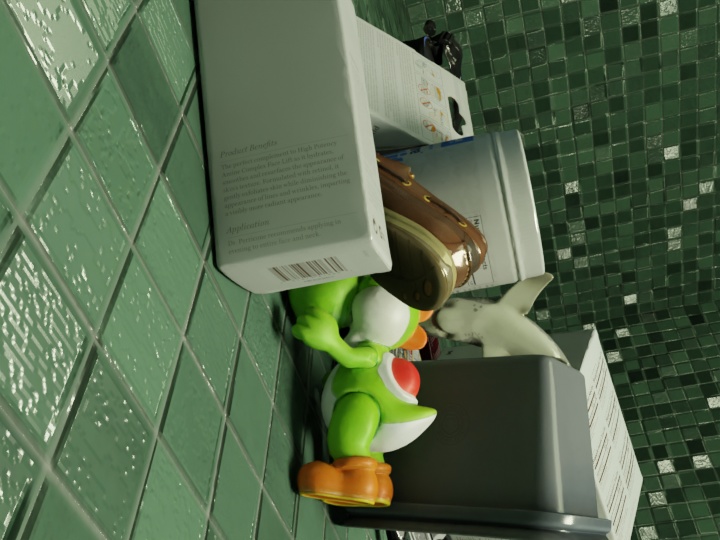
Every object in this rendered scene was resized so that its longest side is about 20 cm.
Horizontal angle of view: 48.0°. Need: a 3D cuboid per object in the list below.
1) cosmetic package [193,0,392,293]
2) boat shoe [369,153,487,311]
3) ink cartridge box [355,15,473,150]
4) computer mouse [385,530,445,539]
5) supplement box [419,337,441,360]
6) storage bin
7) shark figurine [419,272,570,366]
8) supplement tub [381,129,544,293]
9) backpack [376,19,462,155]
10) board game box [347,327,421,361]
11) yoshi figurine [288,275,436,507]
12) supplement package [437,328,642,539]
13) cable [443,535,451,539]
[{"bbox_3d":[-0.045,-0.095,0.527,0.074,0.101,0.202,51,31,-71],"label":"cosmetic package"},{"bbox_3d":[0.007,-0.050,0.593,0.200,0.067,0.072,40,-38,28],"label":"boat shoe"},{"bbox_3d":[0.020,-0.172,0.790,0.199,0.050,0.163,26,40,-26],"label":"ink cartridge box"},{"bbox_3d":[0.052,0.263,0.852,0.200,0.044,0.111,26,49,-71],"label":"computer mouse"},{"bbox_3d":[0.061,0.059,1.048,0.109,0.060,0.202,-25,105,-79],"label":"supplement box"},{"bbox_3d":[0.098,0.145,0.648,0.145,0.199,0.136,26,64,-50],"label":"storage bin"},{"bbox_3d":[0.157,0.091,0.742,0.215,0.128,0.089,52,2,6],"label":"shark figurine"},{"bbox_3d":[0.051,-0.040,0.707,0.132,0.198,0.133,-11,90,-80],"label":"supplement tub"},{"bbox_3d":[0.048,-0.150,0.949,0.191,0.153,0.202,59,34,-58],"label":"backpack"},{"bbox_3d":[0.021,0.110,0.787,0.201,0.034,0.136,-75,153,-53],"label":"board game box"},{"bbox_3d":[-0.016,0.070,0.608,0.111,0.112,0.202,19,69,-32],"label":"yoshi figurine"},{"bbox_3d":[0.183,0.196,0.891,0.147,0.190,0.201,-47,119,-53],"label":"supplement package"},{"bbox_3d":[0.156,0.376,1.013,0.200,0.051,0.164,8,-49,61],"label":"cable"}]
